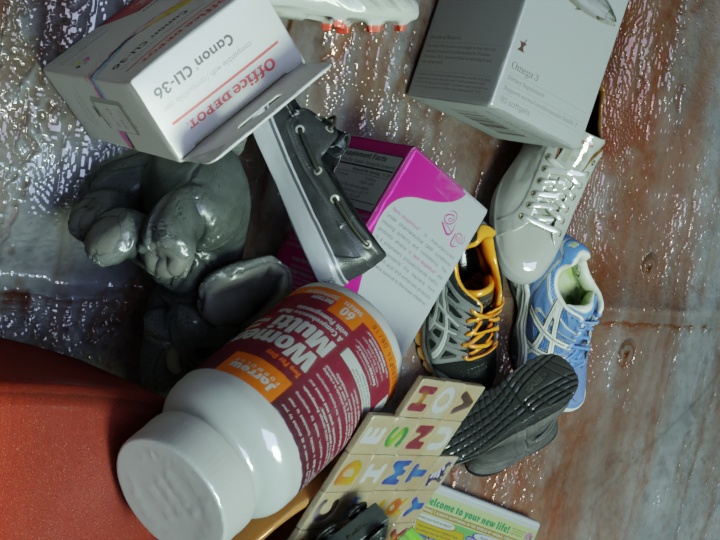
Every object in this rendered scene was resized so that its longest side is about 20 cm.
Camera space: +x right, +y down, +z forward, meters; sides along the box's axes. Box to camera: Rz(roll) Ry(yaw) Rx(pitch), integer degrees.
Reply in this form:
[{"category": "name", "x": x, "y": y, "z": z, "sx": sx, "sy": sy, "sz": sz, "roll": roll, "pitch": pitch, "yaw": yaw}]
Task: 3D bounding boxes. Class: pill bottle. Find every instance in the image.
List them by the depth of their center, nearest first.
[{"category": "pill bottle", "x": -0.065, "y": 0.098, "z": 0.825, "sx": 0.200, "sy": 0.109, "sz": 0.110, "roll": -39, "pitch": 123, "yaw": -45}]

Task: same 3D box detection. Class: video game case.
[{"category": "video game case", "x": 0.074, "y": 0.305, "z": 1.183, "sx": 0.200, "sy": 0.022, "sz": 0.183, "roll": 27, "pitch": 85, "yaw": -36}]

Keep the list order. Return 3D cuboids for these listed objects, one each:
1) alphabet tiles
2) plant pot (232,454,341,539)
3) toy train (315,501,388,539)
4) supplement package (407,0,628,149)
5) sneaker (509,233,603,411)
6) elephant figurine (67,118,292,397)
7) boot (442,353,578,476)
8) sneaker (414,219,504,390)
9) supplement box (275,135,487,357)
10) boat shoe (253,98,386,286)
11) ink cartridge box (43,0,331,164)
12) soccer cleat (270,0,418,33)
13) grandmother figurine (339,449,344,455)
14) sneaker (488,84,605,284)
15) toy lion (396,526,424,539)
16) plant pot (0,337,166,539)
[{"category": "alphabet tiles", "x": 0.017, "y": 0.164, "z": 0.904, "sx": 0.167, "sy": 0.008, "sz": 0.201, "roll": 15, "pitch": 111, "yaw": -57}, {"category": "plant pot", "x": -0.097, "y": 0.200, "z": 0.935, "sx": 0.200, "sy": 0.140, "sz": 0.201, "roll": -34, "pitch": 146, "yaw": -28}, {"category": "toy train", "x": -0.063, "y": 0.229, "z": 0.834, "sx": 0.200, "sy": 0.034, "sz": 0.046, "roll": -34, "pitch": 156, "yaw": -17}, {"category": "supplement package", "x": 0.145, "y": -0.222, "z": 1.048, "sx": 0.117, "sy": 0.117, "sz": 0.201, "roll": 18, "pitch": 90, "yaw": -36}, {"category": "sneaker", "x": 0.194, "y": 0.053, "z": 1.174, "sx": 0.076, "sy": 0.077, "sz": 0.201, "roll": -28, "pitch": 117, "yaw": -29}, {"category": "elephant figurine", "x": -0.125, "y": 0.008, "z": 0.921, "sx": 0.154, "sy": 0.142, "sz": 0.201, "roll": -14, "pitch": 129, "yaw": 14}, {"category": "boot", "x": 0.110, "y": 0.160, "z": 1.127, "sx": 0.199, "sy": 0.070, "sz": 0.132, "roll": -17, "pitch": 149, "yaw": -15}, {"category": "sneaker", "x": 0.096, "y": 0.034, "z": 1.100, "sx": 0.078, "sy": 0.077, "sz": 0.201, "roll": -28, "pitch": 118, "yaw": -29}, {"category": "supplement box", "x": 0.000, "y": 0.000, "z": 1.007, "sx": 0.101, "sy": 0.103, "sz": 0.201, "roll": 37, "pitch": 80, "yaw": -34}, {"category": "boat shoe", "x": -0.036, "y": -0.085, "z": 0.929, "sx": 0.066, "sy": 0.070, "sz": 0.201, "roll": -24, "pitch": 75, "yaw": 5}, {"category": "ink cartridge box", "x": -0.122, "y": -0.140, "z": 0.825, "sx": 0.116, "sy": 0.200, "sz": 0.068, "roll": -43, "pitch": 122, "yaw": -20}, {"category": "soccer cleat", "x": -0.035, "y": -0.230, "z": 0.951, "sx": 0.199, "sy": 0.069, "sz": 0.078, "roll": -1, "pitch": 98, "yaw": -33}, {"category": "grandmother figurine", "x": -0.019, "y": 0.165, "z": 1.060, "sx": 0.121, "sy": 0.060, "sz": 0.201, "roll": 19, "pitch": 92, "yaw": -66}, {"category": "sneaker", "x": 0.173, "y": -0.087, "z": 1.098, "sx": 0.072, "sy": 0.085, "sz": 0.201, "roll": 21, "pitch": 74, "yaw": -13}, {"category": "toy lion", "x": -0.020, "y": 0.257, "z": 0.854, "sx": 0.192, "sy": 0.200, "sz": 0.069, "roll": -42, "pitch": 79, "yaw": -15}, {"category": "plant pot", "x": -0.239, "y": 0.146, "z": 0.826, "sx": 0.176, "sy": 0.199, "sz": 0.201, "roll": 1, "pitch": 100, "yaw": -47}]
